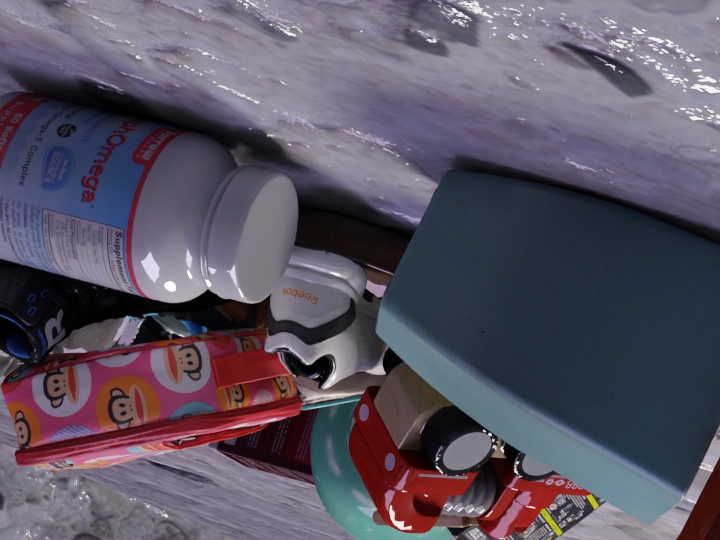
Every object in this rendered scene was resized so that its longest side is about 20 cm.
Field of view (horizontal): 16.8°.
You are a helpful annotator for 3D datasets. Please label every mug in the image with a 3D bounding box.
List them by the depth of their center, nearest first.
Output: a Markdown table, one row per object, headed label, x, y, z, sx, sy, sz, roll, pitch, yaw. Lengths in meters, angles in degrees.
| label | x | y | z | sx | sy | sz | roll | pitch | yaw |
| --- | --- | --- | --- | --- | --- | --- | --- | --- | --- |
| mug | 0.046 | 0.130 | 1.949 | 0.152 | 0.185 | 0.114 | 42 | 169 | 11 |

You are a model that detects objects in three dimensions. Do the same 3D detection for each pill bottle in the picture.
| label | x | y | z | sx | sy | sz | roll | pitch | yaw |
| --- | --- | --- | --- | --- | --- | --- | --- | --- | --- |
| pill bottle | -0.145 | -0.042 | 1.527 | 0.200 | 0.109 | 0.109 | 14 | 167 | 22 |

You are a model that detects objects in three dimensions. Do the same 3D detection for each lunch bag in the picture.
| label | x | y | z | sx | sy | sz | roll | pitch | yaw |
| --- | --- | --- | --- | --- | --- | --- | --- | --- | --- |
| lunch bag | -0.127 | 0.081 | 1.641 | 0.176 | 0.082 | 0.200 | -13 | 176 | 22 |

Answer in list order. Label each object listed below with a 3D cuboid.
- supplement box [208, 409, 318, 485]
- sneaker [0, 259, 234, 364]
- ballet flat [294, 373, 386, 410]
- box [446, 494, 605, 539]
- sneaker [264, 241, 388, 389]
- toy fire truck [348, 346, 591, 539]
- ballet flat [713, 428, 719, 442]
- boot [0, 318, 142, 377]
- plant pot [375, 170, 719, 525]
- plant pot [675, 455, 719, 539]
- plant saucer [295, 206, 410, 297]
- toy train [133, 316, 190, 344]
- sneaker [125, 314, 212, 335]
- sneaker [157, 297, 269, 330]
| label | x | y | z | sx | sy | sz | roll | pitch | yaw |
| --- | --- | --- | --- | --- | --- | --- | --- | --- | --- |
| supplement box | -0.022 | 0.132 | 2.102 | 0.200 | 0.109 | 0.061 | 12 | 167 | 32 |
| sneaker | -0.173 | 0.021 | 1.598 | 0.199 | 0.112 | 0.073 | 5 | 131 | 12 |
| ballet flat | 0.043 | 0.063 | 1.777 | 0.200 | 0.070 | 0.069 | -3 | 174 | -17 |
| box | 0.141 | 0.162 | 1.877 | 0.044 | 0.160 | 0.200 | 53 | -179 | 21 |
| sneaker | -0.022 | 0.044 | 1.620 | 0.074 | 0.080 | 0.200 | 12 | 168 | 21 |
| toy fire truck | 0.060 | 0.138 | 1.666 | 0.176 | 0.200 | 0.129 | 7 | -143 | -34 |
| ballet flat | 0.193 | 0.098 | 1.719 | 0.200 | 0.072 | 0.072 | 16 | 167 | 15 |
| boot | -0.241 | 0.029 | 1.869 | 0.130 | 0.068 | 0.200 | 21 | 130 | -16 |
| plant pot | 0.116 | 0.033 | 1.400 | 0.200 | 0.141 | 0.141 | 26 | 168 | 3 |
| plant pot | 0.316 | 0.169 | 1.591 | 0.176 | 0.200 | 0.200 | 29 | 168 | 4 |
| plant saucer | 0.000 | 0.000 | 1.660 | 0.200 | 0.037 | 0.200 | 18 | 168 | 4 |
| toy train | -0.219 | 0.032 | 1.998 | 0.200 | 0.085 | 0.114 | 27 | -167 | -22 |
| sneaker | -0.168 | -0.010 | 1.765 | 0.200 | 0.082 | 0.073 | 24 | 170 | -15 |
| sneaker | -0.142 | -0.002 | 1.715 | 0.088 | 0.075 | 0.200 | -29 | 132 | 26 |
